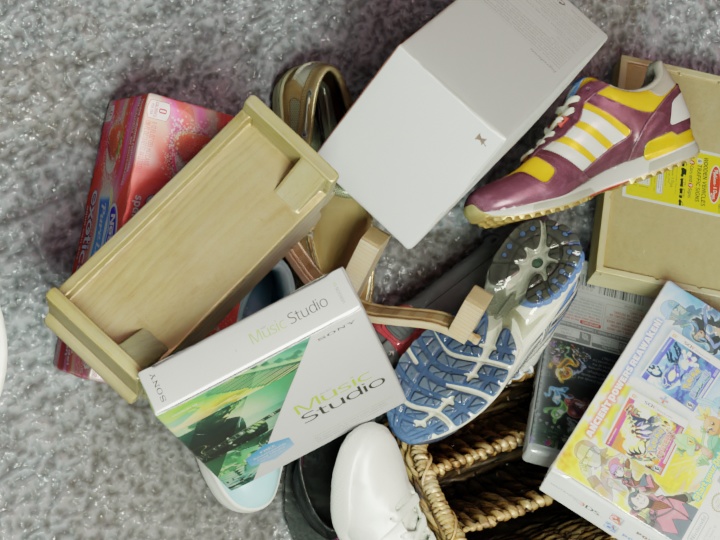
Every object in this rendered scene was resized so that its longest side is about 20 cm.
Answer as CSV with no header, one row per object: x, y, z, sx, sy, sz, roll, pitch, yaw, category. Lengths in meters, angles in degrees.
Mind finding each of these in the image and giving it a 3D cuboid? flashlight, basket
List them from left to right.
0.068,0.030,1.275,0.200,0.068,0.068,-36,114,-26,flashlight
0.128,0.146,1.257,0.200,0.149,0.143,-15,98,-23,basket

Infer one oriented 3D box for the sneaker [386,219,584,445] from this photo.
0.101,0.060,1.222,0.200,0.077,0.085,-46,151,-12,sneaker

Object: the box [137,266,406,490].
-0.051,0.078,1.083,0.144,0.200,0.036,-28,66,-1,box

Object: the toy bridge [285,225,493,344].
0.000,0.000,1.187,0.200,0.067,0.027,31,34,7,toy bridge

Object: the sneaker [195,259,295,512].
-0.080,0.081,1.193,0.074,0.082,0.200,-4,94,-24,sneaker

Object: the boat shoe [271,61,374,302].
-0.022,-0.055,1.219,0.072,0.076,0.200,-16,99,-24,boat shoe

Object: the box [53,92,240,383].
-0.138,-0.015,1.155,0.102,0.095,0.200,14,86,-25,box

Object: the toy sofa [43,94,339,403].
-0.111,-0.012,1.080,0.083,0.098,0.200,43,75,4,toy sofa

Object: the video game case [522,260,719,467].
0.233,0.090,1.264,0.200,0.023,0.182,15,56,-2,video game case

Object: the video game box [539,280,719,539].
0.256,0.130,1.202,0.182,0.047,0.200,34,58,8,video game box

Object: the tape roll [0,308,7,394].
-0.339,0.056,1.095,0.202,0.037,0.203,-1,93,-25,tape roll

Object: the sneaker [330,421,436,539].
0.037,0.205,1.173,0.075,0.088,0.200,-27,114,-47,sneaker

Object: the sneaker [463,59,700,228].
0.159,-0.097,1.254,0.200,0.075,0.090,-20,92,-20,sneaker

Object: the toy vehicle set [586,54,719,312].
0.255,-0.071,1.320,0.124,0.027,0.200,13,66,-4,toy vehicle set

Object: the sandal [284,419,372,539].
-0.022,0.145,1.211,0.075,0.048,0.201,0,113,4,sandal

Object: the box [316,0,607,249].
0.075,-0.125,1.179,0.097,0.124,0.200,42,40,2,box
